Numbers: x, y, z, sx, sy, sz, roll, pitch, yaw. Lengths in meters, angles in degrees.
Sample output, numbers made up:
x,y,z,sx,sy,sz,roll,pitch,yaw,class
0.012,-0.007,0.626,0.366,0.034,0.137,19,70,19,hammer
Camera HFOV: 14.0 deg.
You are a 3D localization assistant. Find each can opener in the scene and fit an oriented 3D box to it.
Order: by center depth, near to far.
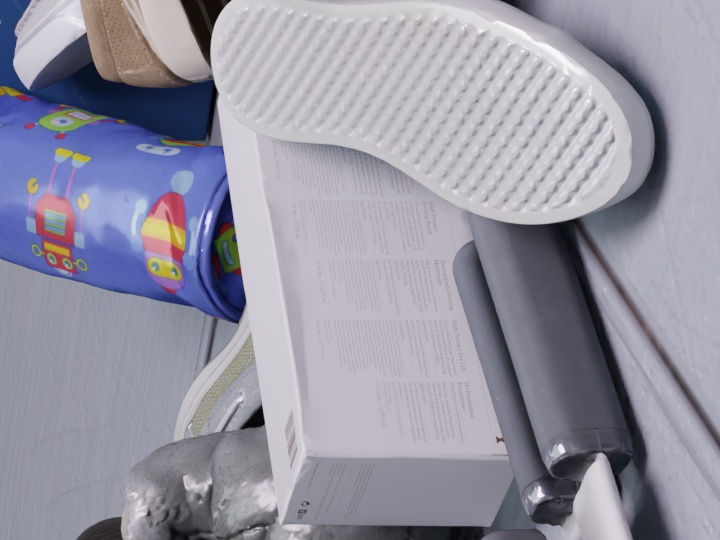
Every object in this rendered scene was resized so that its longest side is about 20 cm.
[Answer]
x,y,z,sx,sy,sz,roll,pitch,yaw,class
0.061,0.061,0.987,0.053,0.066,0.201,113,153,-49,can opener

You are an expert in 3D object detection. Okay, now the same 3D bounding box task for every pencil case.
x,y,z,sx,sy,sz,roll,pitch,yaw,class
-0.107,-0.031,1.305,0.199,0.087,0.079,14,119,39,pencil case

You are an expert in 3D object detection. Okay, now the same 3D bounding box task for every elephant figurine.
x,y,z,sx,sy,sz,roll,pitch,yaw,class
-0.015,0.159,1.098,0.156,0.140,0.201,92,171,-52,elephant figurine

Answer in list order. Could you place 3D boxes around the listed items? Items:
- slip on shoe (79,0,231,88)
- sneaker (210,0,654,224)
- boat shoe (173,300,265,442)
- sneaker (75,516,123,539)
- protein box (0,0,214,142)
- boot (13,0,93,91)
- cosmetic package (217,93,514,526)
x,y,z,sx,sy,sz,roll,pitch,yaw,class
-0.106,-0.171,1.219,0.076,0.060,0.201,-51,-52,-55,slip on shoe
0.039,-0.071,1.033,0.199,0.082,0.074,22,119,42,sneaker
-0.026,0.061,1.199,0.065,0.074,0.203,-106,32,-44,boat shoe
-0.070,0.211,1.262,0.200,0.083,0.121,54,146,19,sneaker
-0.172,-0.177,1.392,0.135,0.199,0.200,-125,39,-56,protein box
-0.108,-0.173,1.303,0.200,0.073,0.096,-41,83,31,boot
0.000,0.000,1.086,0.051,0.082,0.201,107,159,-49,cosmetic package
